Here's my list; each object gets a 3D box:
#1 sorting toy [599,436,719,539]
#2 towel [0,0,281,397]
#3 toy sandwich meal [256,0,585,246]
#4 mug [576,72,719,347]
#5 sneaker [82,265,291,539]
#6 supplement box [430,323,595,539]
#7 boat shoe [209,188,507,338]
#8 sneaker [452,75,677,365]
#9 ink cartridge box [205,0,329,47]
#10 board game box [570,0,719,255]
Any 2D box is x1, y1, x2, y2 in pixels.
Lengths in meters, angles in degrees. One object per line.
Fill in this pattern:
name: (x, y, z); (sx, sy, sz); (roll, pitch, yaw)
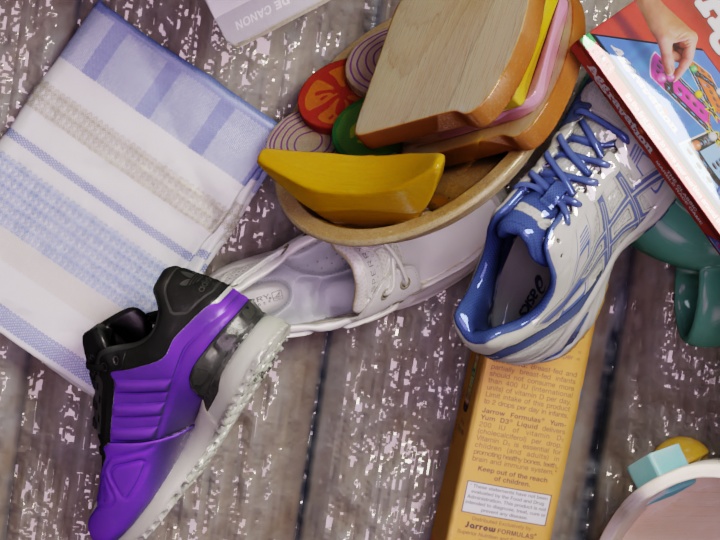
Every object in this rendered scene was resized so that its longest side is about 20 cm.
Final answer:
sorting toy: (0.225, 0.138, 1.329); (0.199, 0.180, 0.107); (3, 78, 12)
towel: (-0.152, -0.038, 1.378); (0.147, 0.024, 0.200); (34, 90, -5)
toy sandwich meal: (0.028, -0.099, 1.304); (0.205, 0.205, 0.070); (-39, 130, 0)
mug: (0.214, -0.062, 1.361); (0.152, 0.114, 0.185); (-35, 97, -1)
sneaker: (-0.123, 0.073, 1.348); (0.099, 0.070, 0.200); (36, 122, 3)
supplement box: (0.092, 0.093, 1.391); (0.069, 0.067, 0.201); (9, 95, -6)
boat shoe: (0.000, 0.000, 1.371); (0.200, 0.069, 0.071); (-24, 96, -3)
sneaker: (0.118, -0.035, 1.280); (0.075, 0.088, 0.200); (29, 104, 28)
ink cartridge box: (-0.031, -0.246, 1.336); (0.200, 0.084, 0.176); (-27, 95, -2)
board game box: (0.211, -0.068, 1.255); (0.103, 0.019, 0.200); (-36, 89, -18)
